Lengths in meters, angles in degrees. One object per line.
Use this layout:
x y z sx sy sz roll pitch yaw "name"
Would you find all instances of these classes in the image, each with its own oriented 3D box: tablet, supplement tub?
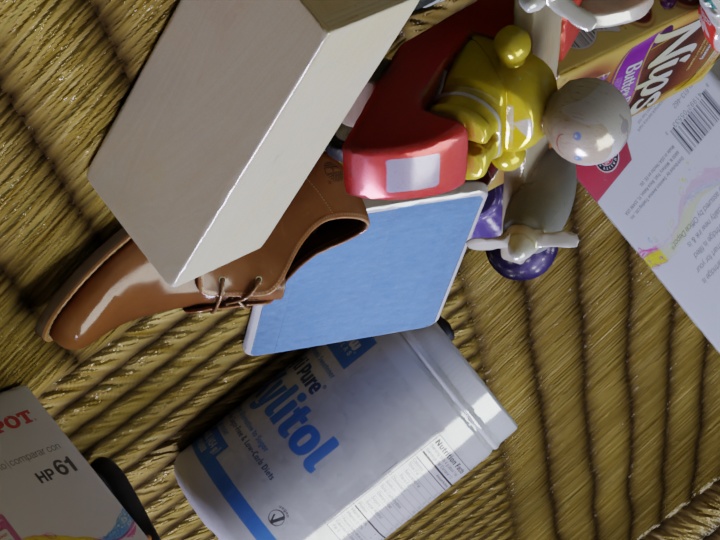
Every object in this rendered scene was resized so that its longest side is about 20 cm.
0.000 0.000 1.782 0.130 0.014 0.200 -9 158 -12 "tablet"
-0.011 0.116 1.948 0.200 0.132 0.132 -40 165 0 "supplement tub"

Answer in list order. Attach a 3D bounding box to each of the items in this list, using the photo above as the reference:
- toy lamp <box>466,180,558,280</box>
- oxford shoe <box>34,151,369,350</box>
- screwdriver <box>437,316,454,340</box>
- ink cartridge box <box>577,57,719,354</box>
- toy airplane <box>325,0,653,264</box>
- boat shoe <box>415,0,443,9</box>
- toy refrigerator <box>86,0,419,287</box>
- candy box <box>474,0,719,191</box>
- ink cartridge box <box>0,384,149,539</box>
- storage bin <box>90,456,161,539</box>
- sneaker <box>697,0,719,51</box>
0.089 -0.034 1.891 0.058 0.058 0.200 -40 167 5 "toy lamp"
-0.080 -0.005 1.559 0.200 0.071 0.071 -30 164 -23 "oxford shoe"
-0.013 0.102 2.084 0.200 0.029 0.028 -42 165 -6 "screwdriver"
0.246 -0.054 1.915 0.083 0.200 0.146 -23 159 -44 "ink cartridge box"
0.090 -0.102 1.525 0.200 0.141 0.200 -60 148 4 "toy airplane"
0.031 -0.168 1.341 0.064 0.071 0.200 -33 166 -22 "boat shoe"
-0.051 -0.086 1.378 0.070 0.076 0.200 -26 160 -39 "toy refrigerator"
0.148 -0.132 1.742 0.200 0.057 0.117 -29 162 -36 "candy box"
-0.189 0.173 1.577 0.144 0.200 0.085 -20 153 -50 "ink cartridge box"
-0.182 0.227 1.782 0.134 0.200 0.146 -14 153 -36 "storage bin"
0.210 -0.160 1.656 0.199 0.071 0.093 16 138 -34 "sneaker"
